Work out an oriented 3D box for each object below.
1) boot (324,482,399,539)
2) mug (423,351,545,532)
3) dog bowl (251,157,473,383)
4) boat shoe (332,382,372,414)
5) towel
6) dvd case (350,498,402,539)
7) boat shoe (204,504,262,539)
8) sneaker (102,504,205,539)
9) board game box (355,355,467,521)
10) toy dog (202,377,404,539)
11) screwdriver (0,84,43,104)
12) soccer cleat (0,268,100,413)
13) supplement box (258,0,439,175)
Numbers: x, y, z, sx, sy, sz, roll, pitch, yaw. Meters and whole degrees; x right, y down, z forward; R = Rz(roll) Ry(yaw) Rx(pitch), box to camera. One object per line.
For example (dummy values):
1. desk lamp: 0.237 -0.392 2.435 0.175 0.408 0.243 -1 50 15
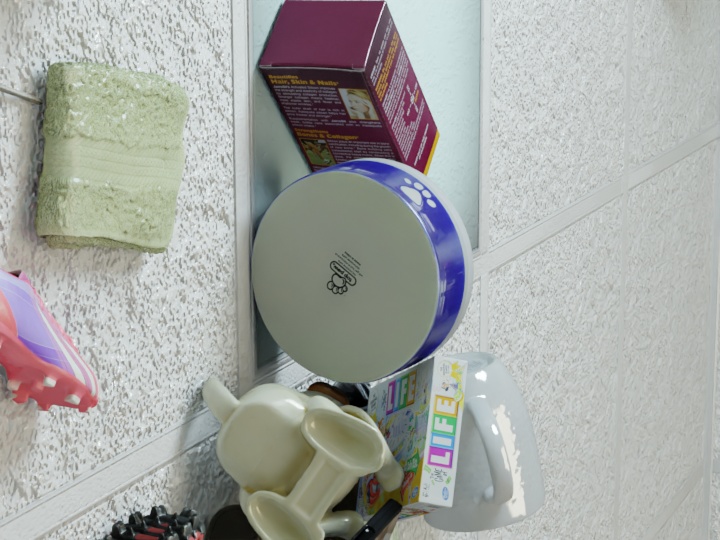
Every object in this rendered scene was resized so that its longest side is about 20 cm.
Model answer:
1. boot: -0.015 0.294 1.871 0.156 0.071 0.201 76 29 -42
2. mug: 0.133 0.196 2.060 0.200 0.146 0.177 -136 -146 -75
3. dog bowl: 0.000 0.000 1.678 0.079 0.198 0.203 -20 113 -61
4. boat shoe: -0.007 0.142 1.864 0.199 0.071 0.069 -19 114 -57
5. towel: -0.190 -0.088 1.418 0.200 0.036 0.150 3 91 -68
6. dvd case: -0.032 0.301 1.600 0.200 0.017 0.144 -38 154 -55
7. boat shoe: -0.128 0.309 1.603 0.068 0.071 0.201 76 34 -50
8. sneaker: -0.187 0.267 1.458 0.200 0.070 0.099 -44 133 -54
9. board game box: 0.046 0.165 1.724 0.200 0.034 0.136 143 -44 -69
10. toy dog: -0.058 0.170 1.659 0.141 0.192 0.200 -64 171 4
11. screwdriver: -0.266 -0.137 1.249 0.029 0.028 0.200 -58 161 11
12. soccer cleat: -0.240 0.044 1.301 0.200 0.066 0.077 48 47 -57
13. supplement box: -0.007 -0.163 1.740 0.201 0.109 0.086 63 38 -51
